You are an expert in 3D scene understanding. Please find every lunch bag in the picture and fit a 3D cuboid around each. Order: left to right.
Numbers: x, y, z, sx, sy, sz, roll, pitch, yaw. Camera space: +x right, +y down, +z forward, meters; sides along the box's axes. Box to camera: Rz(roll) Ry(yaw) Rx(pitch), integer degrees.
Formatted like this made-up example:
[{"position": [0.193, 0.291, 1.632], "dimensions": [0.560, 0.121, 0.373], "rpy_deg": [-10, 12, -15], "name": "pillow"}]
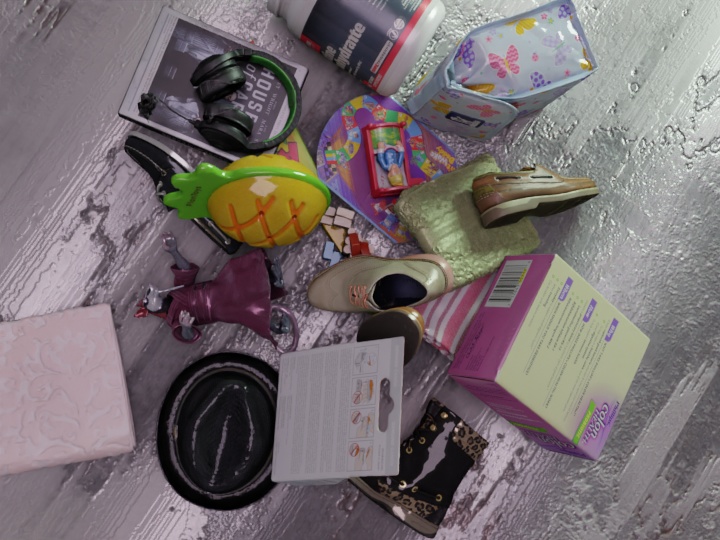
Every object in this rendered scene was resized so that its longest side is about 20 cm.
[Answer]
[{"position": [0.170, -0.242, 1.196], "dimensions": [0.199, 0.170, 0.128], "rpy_deg": [-19, 88, -15], "name": "lunch bag"}]

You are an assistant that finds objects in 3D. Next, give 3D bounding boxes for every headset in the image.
[{"position": [-0.165, -0.204, 1.127], "dimensions": [0.198, 0.094, 0.125], "rpy_deg": [-8, 87, -18], "name": "headset"}]

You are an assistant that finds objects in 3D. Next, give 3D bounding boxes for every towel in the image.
[{"position": [-0.395, 0.150, 1.179], "dimensions": [0.198, 0.032, 0.193], "rpy_deg": [-9, 86, -7], "name": "towel"}, {"position": [0.141, -0.062, 1.212], "dimensions": [0.199, 0.036, 0.149], "rpy_deg": [-28, 85, -39], "name": "towel"}, {"position": [0.154, 0.053, 1.220], "dimensions": [0.199, 0.030, 0.147], "rpy_deg": [36, 70, -12], "name": "towel"}]

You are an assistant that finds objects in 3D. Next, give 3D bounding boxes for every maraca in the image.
[{"position": [-0.133, -0.085, 1.126], "dimensions": [0.199, 0.137, 0.108], "rpy_deg": [5, 58, -23], "name": "maraca"}]

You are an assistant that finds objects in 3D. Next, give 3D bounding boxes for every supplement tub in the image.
[{"position": [-0.005, -0.331, 1.203], "dimensions": [0.199, 0.140, 0.141], "rpy_deg": [33, 83, -3], "name": "supplement tub"}]

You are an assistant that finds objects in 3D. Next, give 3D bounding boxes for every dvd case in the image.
[{"position": [-0.184, -0.225, 1.186], "dimensions": [0.199, 0.025, 0.151], "rpy_deg": [22, 85, -3], "name": "dvd case"}]

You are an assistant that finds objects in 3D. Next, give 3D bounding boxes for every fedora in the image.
[{"position": [-0.167, 0.202, 1.169], "dimensions": [0.199, 0.092, 0.202], "rpy_deg": [0, 86, -7], "name": "fedora"}]

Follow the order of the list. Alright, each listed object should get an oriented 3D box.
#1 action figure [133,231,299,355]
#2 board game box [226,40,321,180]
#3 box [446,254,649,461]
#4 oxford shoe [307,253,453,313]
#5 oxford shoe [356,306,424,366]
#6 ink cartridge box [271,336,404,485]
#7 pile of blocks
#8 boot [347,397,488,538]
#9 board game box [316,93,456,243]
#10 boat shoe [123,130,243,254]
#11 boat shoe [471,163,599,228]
[{"position": [-0.189, 0.035, 1.193], "dimensions": [0.198, 0.149, 0.135], "rpy_deg": [-8, 61, 12], "name": "action figure"}, {"position": [-0.140, -0.183, 1.224], "dimensions": [0.101, 0.048, 0.201], "rpy_deg": [-26, 89, -8], "name": "board game box"}, {"position": [0.237, 0.107, 1.172], "dimensions": [0.200, 0.096, 0.177], "rpy_deg": [37, 71, -26], "name": "box"}, {"position": [0.011, 0.019, 1.149], "dimensions": [0.199, 0.074, 0.071], "rpy_deg": [-12, 100, 30], "name": "oxford shoe"}, {"position": [0.039, 0.082, 1.153], "dimensions": [0.071, 0.200, 0.071], "rpy_deg": [-39, 84, -28], "name": "oxford shoe"}, {"position": [-0.019, 0.170, 1.121], "dimensions": [0.047, 0.199, 0.161], "rpy_deg": [24, 62, -46], "name": "ink cartridge box"}, {"position": [0.000, 0.000, 1.219], "dimensions": [0.082, 0.062, 0.200], "rpy_deg": [-39, 90, -8], "name": "pile of blocks"}, {"position": [0.056, 0.228, 1.202], "dimensions": [0.200, 0.073, 0.151], "rpy_deg": [38, 84, -6], "name": "boot"}, {"position": [0.045, -0.140, 1.222], "dimensions": [0.200, 0.039, 0.158], "rpy_deg": [39, 72, -12], "name": "board game box"}, {"position": [-0.225, -0.099, 1.195], "dimensions": [0.199, 0.076, 0.061], "rpy_deg": [36, 77, -2], "name": "boat shoe"}, {"position": [0.232, -0.109, 1.224], "dimensions": [0.199, 0.072, 0.068], "rpy_deg": [-11, 75, -36], "name": "boat shoe"}]
